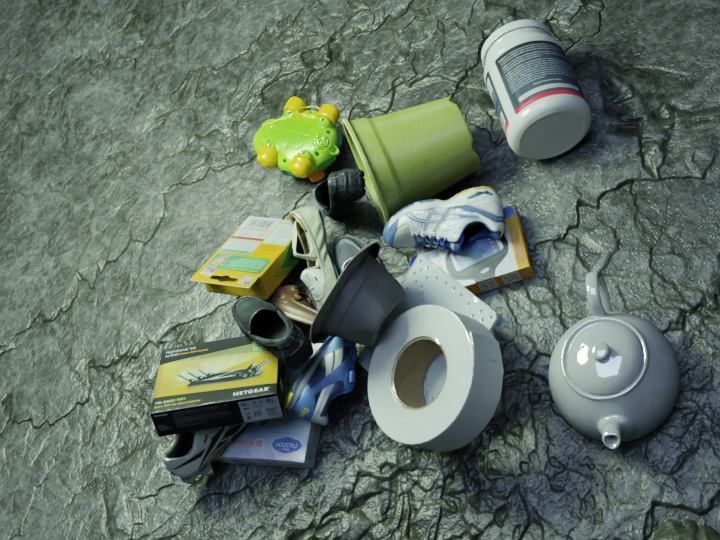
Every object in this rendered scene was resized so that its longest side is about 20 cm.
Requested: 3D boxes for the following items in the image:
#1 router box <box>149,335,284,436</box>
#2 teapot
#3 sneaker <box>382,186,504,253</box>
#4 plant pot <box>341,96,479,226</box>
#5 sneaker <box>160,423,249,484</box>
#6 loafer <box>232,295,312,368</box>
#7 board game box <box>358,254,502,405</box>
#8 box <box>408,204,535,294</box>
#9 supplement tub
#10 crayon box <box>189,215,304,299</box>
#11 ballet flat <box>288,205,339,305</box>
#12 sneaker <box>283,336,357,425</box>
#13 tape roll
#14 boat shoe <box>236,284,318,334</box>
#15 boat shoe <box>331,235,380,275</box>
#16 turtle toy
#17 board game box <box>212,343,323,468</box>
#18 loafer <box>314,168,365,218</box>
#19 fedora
[{"bbox_3d":[-0.219,0.175,1.654,0.199,0.052,0.158,-10,34,3],"label":"router box"},{"bbox_3d":[0.345,0.131,1.469,0.198,0.146,0.200,-49,54,-5],"label":"teapot"},{"bbox_3d":[0.131,-0.065,1.671,0.199,0.075,0.089,-19,57,16],"label":"sneaker"},{"bbox_3d":[0.091,-0.192,1.751,0.183,0.201,0.201,-23,56,-1],"label":"plant pot"},{"bbox_3d":[-0.238,0.240,1.672,0.074,0.089,0.200,26,74,36],"label":"sneaker"},{"bbox_3d":[-0.144,0.082,1.633,0.068,0.070,0.200,-44,39,-11],"label":"loafer"},{"bbox_3d":[0.103,0.106,1.595,0.200,0.026,0.201,41,104,46],"label":"board game box"},{"bbox_3d":[0.170,-0.019,1.696,0.199,0.041,0.120,-18,58,14],"label":"box"},{"bbox_3d":[0.283,-0.296,1.727,0.140,0.140,0.201,-23,57,13],"label":"supplement tub"},{"bbox_3d":[-0.184,-0.015,1.802,0.125,0.052,0.200,7,38,28],"label":"crayon box"},{"bbox_3d":[-0.079,-0.012,1.772,0.062,0.067,0.201,-6,70,-25],"label":"ballet flat"},{"bbox_3d":[-0.039,0.154,1.657,0.082,0.074,0.200,35,73,0],"label":"sneaker"},{"bbox_3d":[0.105,0.153,1.503,0.202,0.071,0.204,-20,60,40],"label":"tape roll"},{"bbox_3d":[-0.120,0.055,1.774,0.199,0.072,0.068,19,75,34],"label":"boat shoe"},{"bbox_3d":[0.000,0.000,1.732,0.075,0.093,0.200,-36,55,1],"label":"boat shoe"},{"bbox_3d":[-0.116,-0.228,1.903,0.199,0.101,0.146,18,71,32],"label":"turtle toy"},{"bbox_3d":[-0.152,0.216,1.722,0.199,0.041,0.201,-1,64,25],"label":"board game box"},{"bbox_3d":[-0.044,-0.130,1.770,0.070,0.201,0.069,-1,82,-13],"label":"loafer"},{"bbox_3d":[0.006,0.051,1.559,0.090,0.200,0.177,31,89,5],"label":"fedora"}]
